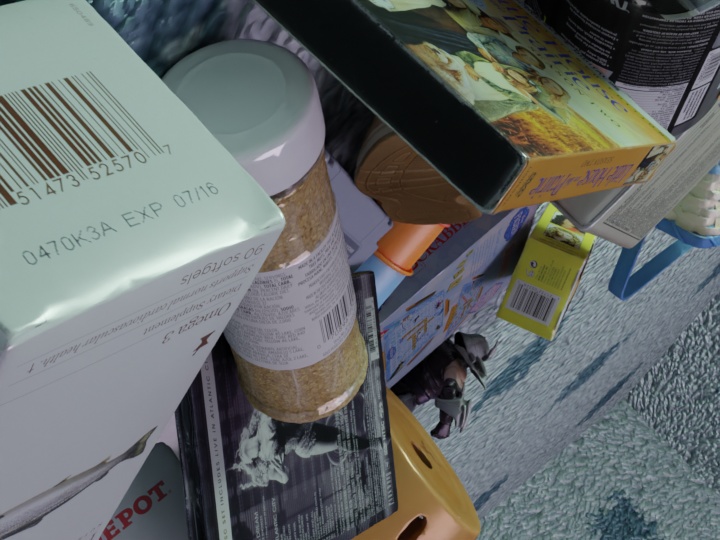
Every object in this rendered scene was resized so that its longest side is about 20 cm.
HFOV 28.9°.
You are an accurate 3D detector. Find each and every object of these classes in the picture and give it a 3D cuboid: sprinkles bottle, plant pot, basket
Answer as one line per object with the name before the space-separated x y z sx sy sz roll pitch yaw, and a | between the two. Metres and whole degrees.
sprinkles bottle | -0.040 -0.009 0.625 0.068 0.068 0.200 -38 147 -20
plant pot | -0.009 0.170 0.999 0.140 0.200 0.200 -38 166 7
basket | 0.305 -0.077 1.287 0.176 0.139 0.200 -35 153 -32

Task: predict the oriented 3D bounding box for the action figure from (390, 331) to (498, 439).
action figure | 0.034 0.111 1.198 0.200 0.070 0.130 -31 -166 -9

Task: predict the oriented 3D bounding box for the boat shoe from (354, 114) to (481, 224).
boat shoe | 0.034 -0.073 0.746 0.073 0.069 0.200 -3 171 2

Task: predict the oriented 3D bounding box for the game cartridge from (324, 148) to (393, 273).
game cartridge | -0.053 -0.008 0.758 0.133 0.042 0.200 -40 165 3

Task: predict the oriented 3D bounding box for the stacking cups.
stacking cups | 0.000 0.000 0.887 0.200 0.060 0.060 -50 164 9

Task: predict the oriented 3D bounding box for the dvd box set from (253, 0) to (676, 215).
dvd box set | 0.048 -0.087 0.592 0.029 0.146 0.200 -52 162 23

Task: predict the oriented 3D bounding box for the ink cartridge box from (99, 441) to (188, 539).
ink cartridge box | -0.132 0.213 0.769 0.145 0.200 0.145 -36 -170 -26

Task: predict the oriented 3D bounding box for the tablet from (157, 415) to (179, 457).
tablet | -0.189 0.161 0.905 0.200 0.014 0.130 -36 163 -24

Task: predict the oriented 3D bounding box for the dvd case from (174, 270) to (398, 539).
dvd case | -0.036 0.086 0.765 0.016 0.149 0.200 -3 -174 28

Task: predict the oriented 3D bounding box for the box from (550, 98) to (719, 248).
box | 0.176 -0.100 0.956 0.128 0.109 0.200 -46 164 11

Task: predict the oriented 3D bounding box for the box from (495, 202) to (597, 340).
box | 0.160 -0.011 1.140 0.200 0.050 0.076 -48 159 -68

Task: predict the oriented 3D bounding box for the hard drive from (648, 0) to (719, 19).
hard drive | 0.172 -0.204 0.627 0.200 0.135 0.042 -38 174 -19

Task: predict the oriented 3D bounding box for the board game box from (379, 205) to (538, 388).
board game box | 0.047 0.020 1.073 0.199 0.041 0.200 -40 165 -15

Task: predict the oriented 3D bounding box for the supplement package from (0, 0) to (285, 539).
supplement package | -0.135 0.025 0.478 0.117 0.117 0.200 -28 159 -46

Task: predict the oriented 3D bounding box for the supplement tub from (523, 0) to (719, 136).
supplement tub | 0.149 -0.145 0.742 0.122 0.123 0.200 -40 165 -14
